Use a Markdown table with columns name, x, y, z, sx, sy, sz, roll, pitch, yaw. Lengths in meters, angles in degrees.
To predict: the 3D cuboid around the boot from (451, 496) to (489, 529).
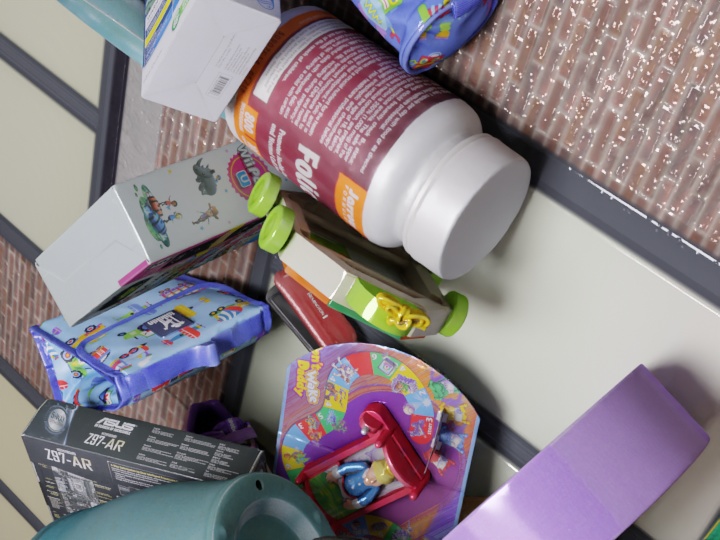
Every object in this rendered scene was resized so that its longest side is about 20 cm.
| name | x | y | z | sx | sy | sz | roll | pitch | yaw |
| --- | --- | --- | --- | --- | --- | --- | --- | --- | --- |
| boot | 0.154 | 0.269 | 0.869 | 0.200 | 0.070 | 0.147 | 21 | 136 | 48 |

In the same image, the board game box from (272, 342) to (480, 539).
| name | x | y | z | sx | sy | sz | roll | pitch | yaw |
| --- | --- | --- | --- | --- | --- | --- | --- | --- | --- |
| board game box | 0.001 | 0.155 | 0.863 | 0.157 | 0.039 | 0.201 | 16 | 113 | 15 |

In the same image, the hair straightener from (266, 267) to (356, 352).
| name | x | y | z | sx | sy | sz | roll | pitch | yaw |
| --- | --- | --- | --- | --- | --- | --- | --- | --- | --- |
| hair straightener | -0.009 | 0.085 | 0.954 | 0.200 | 0.041 | 0.077 | 48 | 150 | 7 |

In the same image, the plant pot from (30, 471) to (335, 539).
| name | x | y | z | sx | sy | sz | roll | pitch | yaw |
| --- | --- | --- | --- | --- | --- | --- | --- | --- | --- |
| plant pot | -0.117 | 0.238 | 0.803 | 0.188 | 0.200 | 0.201 | -30 | 89 | 30 |

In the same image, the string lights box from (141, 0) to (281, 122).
| name | x | y | z | sx | sy | sz | roll | pitch | yaw |
| --- | --- | --- | --- | --- | --- | --- | --- | --- | --- |
| string lights box | -0.105 | -0.214 | 0.781 | 0.103 | 0.059 | 0.201 | -48 | 37 | 42 |

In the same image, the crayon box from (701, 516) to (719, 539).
| name | x | y | z | sx | sy | sz | roll | pitch | yaw |
| --- | --- | --- | --- | --- | --- | --- | --- | --- | --- |
| crayon box | 0.258 | 0.152 | 0.605 | 0.058 | 0.200 | 0.119 | -1 | 109 | 42 |

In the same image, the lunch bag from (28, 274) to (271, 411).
| name | x | y | z | sx | sy | sz | roll | pitch | yaw |
| --- | --- | --- | --- | --- | --- | --- | --- | --- | --- |
| lunch bag | -0.177 | 0.071 | 0.987 | 0.200 | 0.150 | 0.094 | 3 | 113 | 54 |

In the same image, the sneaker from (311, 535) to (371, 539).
| name | x | y | z | sx | sy | sz | roll | pitch | yaw |
| --- | --- | --- | --- | --- | --- | --- | --- | --- | --- |
| sneaker | 0.038 | 0.243 | 0.709 | 0.200 | 0.076 | 0.091 | 40 | 175 | 7 |

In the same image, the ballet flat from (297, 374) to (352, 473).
| name | x | y | z | sx | sy | sz | roll | pitch | yaw |
| --- | --- | --- | --- | --- | --- | --- | --- | --- | --- |
| ballet flat | -0.030 | 0.158 | 0.945 | 0.067 | 0.067 | 0.200 | 21 | 145 | 5 |

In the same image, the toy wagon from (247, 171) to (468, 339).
| name | x | y | z | sx | sy | sz | roll | pitch | yaw |
| --- | --- | --- | --- | --- | --- | --- | --- | --- | --- |
| toy wagon | 0.000 | 0.000 | 0.774 | 0.040 | 0.155 | 0.200 | -59 | 21 | 15 |

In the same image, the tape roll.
| name | x | y | z | sx | sy | sz | roll | pitch | yaw |
| --- | --- | --- | --- | --- | --- | --- | --- | --- | --- |
| tape roll | 0.129 | 0.150 | 0.727 | 0.066 | 0.200 | 0.200 | 49 | 136 | 14 |

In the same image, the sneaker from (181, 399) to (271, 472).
| name | x | y | z | sx | sy | sz | roll | pitch | yaw |
| --- | --- | --- | --- | --- | --- | --- | --- | --- | --- |
| sneaker | -0.117 | 0.189 | 1.056 | 0.200 | 0.080 | 0.089 | 37 | 123 | 44 |

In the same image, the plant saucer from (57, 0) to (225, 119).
| name | x | y | z | sx | sy | sz | roll | pitch | yaw |
| --- | --- | --- | --- | --- | --- | --- | --- | --- | --- |
| plant saucer | -0.169 | -0.183 | 0.882 | 0.200 | 0.200 | 0.027 | 33 | 87 | 27 |

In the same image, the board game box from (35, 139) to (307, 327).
| name | x | y | z | sx | sy | sz | roll | pitch | yaw |
| --- | --- | --- | --- | --- | --- | --- | --- | --- | --- |
| board game box | -0.132 | -0.040 | 0.875 | 0.147 | 0.200 | 0.064 | -29 | 90 | 48 |

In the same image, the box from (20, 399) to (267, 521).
| name | x | y | z | sx | sy | sz | roll | pitch | yaw |
| --- | --- | --- | --- | --- | --- | --- | --- | --- | --- |
| box | -0.173 | 0.196 | 0.945 | 0.199 | 0.044 | 0.161 | 10 | 133 | 16 |

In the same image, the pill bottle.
| name | x | y | z | sx | sy | sz | roll | pitch | yaw |
| --- | --- | --- | --- | --- | --- | --- | --- | --- | --- |
| pill bottle | 0.011 | -0.088 | 0.778 | 0.200 | 0.114 | 0.114 | 38 | 132 | 24 |

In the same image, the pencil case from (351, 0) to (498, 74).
| name | x | y | z | sx | sy | sz | roll | pitch | yaw |
| --- | --- | --- | --- | --- | --- | --- | --- | --- | --- |
| pencil case | 0.006 | -0.228 | 0.737 | 0.200 | 0.078 | 0.087 | 53 | 159 | 7 |
